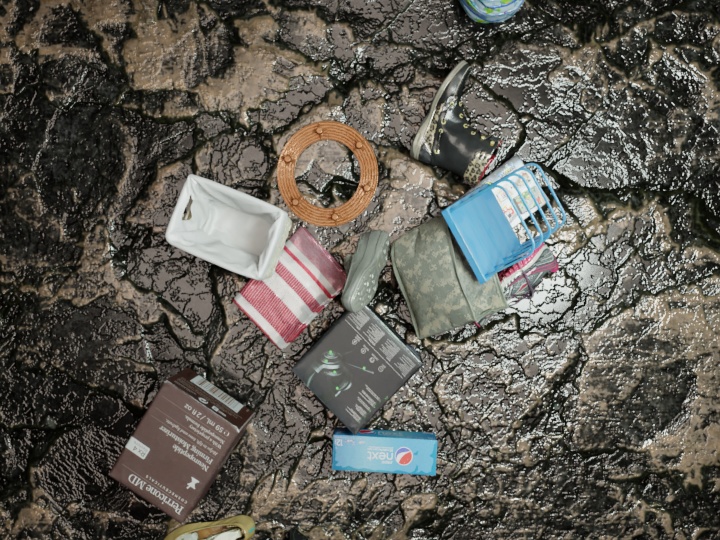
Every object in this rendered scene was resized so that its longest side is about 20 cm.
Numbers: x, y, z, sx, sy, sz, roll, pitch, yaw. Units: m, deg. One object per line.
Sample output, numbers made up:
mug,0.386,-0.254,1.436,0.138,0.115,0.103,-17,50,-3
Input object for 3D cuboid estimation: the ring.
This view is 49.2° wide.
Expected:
ring,-0.064,-0.187,1.511,0.196,0.019,0.204,0,92,1

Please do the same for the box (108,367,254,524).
box,-0.323,0.316,1.452,0.165,0.164,0.202,32,92,1

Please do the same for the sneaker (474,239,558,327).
sneaker,0.288,0.033,1.475,0.075,0.081,0.200,44,93,-6

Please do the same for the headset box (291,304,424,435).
headset box,-0.009,0.180,1.478,0.174,0.093,0.200,44,92,0

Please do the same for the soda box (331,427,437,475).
soda box,0.045,0.343,1.494,0.196,0.064,0.069,3,91,2

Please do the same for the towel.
towel,-0.132,0.036,1.515,0.144,0.023,0.200,45,92,1

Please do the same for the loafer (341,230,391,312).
loafer,0.000,0.000,1.444,0.069,0.201,0.071,3,129,21

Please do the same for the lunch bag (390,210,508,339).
lunch bag,0.152,0.003,1.424,0.116,0.163,0.203,-17,85,-39

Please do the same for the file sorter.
file sorter,0.256,-0.092,1.361,0.122,0.199,0.140,-29,92,35

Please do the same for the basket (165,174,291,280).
basket,-0.237,-0.077,1.457,0.197,0.123,0.138,22,91,6

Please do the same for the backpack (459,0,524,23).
backpack,0.233,-0.560,1.447,0.160,0.154,0.203,-15,103,-5

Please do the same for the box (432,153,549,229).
box,0.247,-0.116,1.495,0.199,0.035,0.111,-36,90,2

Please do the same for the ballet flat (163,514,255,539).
ballet flat,-0.300,0.516,1.506,0.197,0.063,0.070,-19,90,2

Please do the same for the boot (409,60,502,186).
boot,0.196,-0.270,1.464,0.149,0.073,0.202,30,95,12

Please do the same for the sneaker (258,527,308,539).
sneaker,-0.181,0.567,1.506,0.199,0.070,0.100,-35,85,-4
